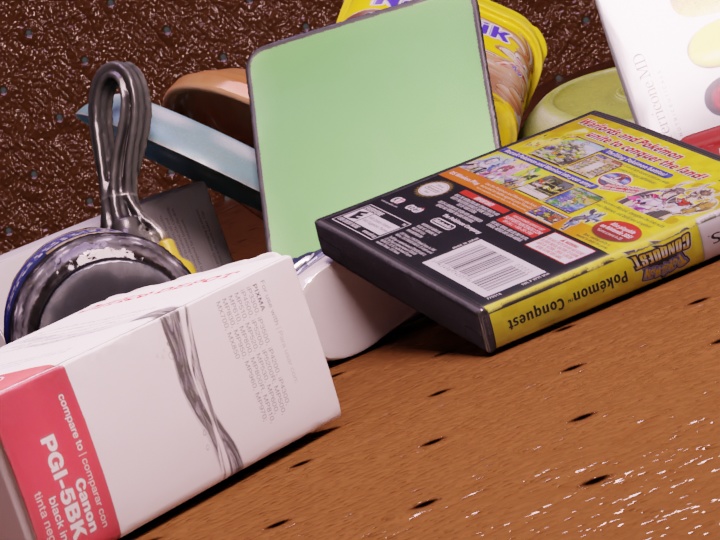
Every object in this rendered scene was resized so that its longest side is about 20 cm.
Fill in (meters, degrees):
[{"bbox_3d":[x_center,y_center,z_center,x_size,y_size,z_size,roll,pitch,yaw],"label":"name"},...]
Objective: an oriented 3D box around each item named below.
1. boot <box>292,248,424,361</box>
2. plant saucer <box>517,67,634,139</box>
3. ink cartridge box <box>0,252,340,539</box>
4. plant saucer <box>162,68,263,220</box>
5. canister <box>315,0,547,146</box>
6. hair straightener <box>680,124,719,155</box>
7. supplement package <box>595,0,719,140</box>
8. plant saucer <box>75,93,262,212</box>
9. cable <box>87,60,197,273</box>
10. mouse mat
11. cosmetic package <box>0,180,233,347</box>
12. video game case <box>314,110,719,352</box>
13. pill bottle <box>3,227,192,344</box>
[{"bbox_3d":[0.024,-0.010,1.479,0.199,0.073,0.090,-23,12,-26],"label":"boot"},{"bbox_3d":[0.203,-0.111,1.788,0.198,0.031,0.200,-7,18,2],"label":"plant saucer"},{"bbox_3d":[-0.127,0.071,1.164,0.146,0.083,0.199,-15,8,43],"label":"ink cartridge box"},{"bbox_3d":[-0.047,-0.078,1.832,0.038,0.200,0.200,-57,19,-19],"label":"plant saucer"},{"bbox_3d":[0.045,-0.128,1.768,0.148,0.087,0.200,22,22,-1],"label":"canister"},{"bbox_3d":[0.190,-0.047,1.526,0.199,0.041,0.077,-24,-17,31],"label":"hair straightener"},{"bbox_3d":[0.255,-0.137,1.578,0.199,0.115,0.110,-20,-14,6],"label":"supplement package"},{"bbox_3d":[-0.096,-0.073,1.756,0.028,0.199,0.200,-64,10,-3],"label":"plant saucer"},{"bbox_3d":[-0.142,-0.028,1.660,0.050,0.202,0.097,5,-24,-39],"label":"cable"},{"bbox_3d":[0.010,-0.072,1.624,0.160,0.201,0.008,-15,-26,15],"label":"mouse mat"},{"bbox_3d":[-0.182,0.022,1.761,0.199,0.108,0.085,-22,6,-38],"label":"cosmetic package"},{"bbox_3d":[0.096,-0.025,1.348,0.180,0.026,0.200,-22,22,-18],"label":"video game case"},{"bbox_3d":[-0.141,0.034,1.456,0.111,0.113,0.200,-21,5,-8],"label":"pill bottle"}]
